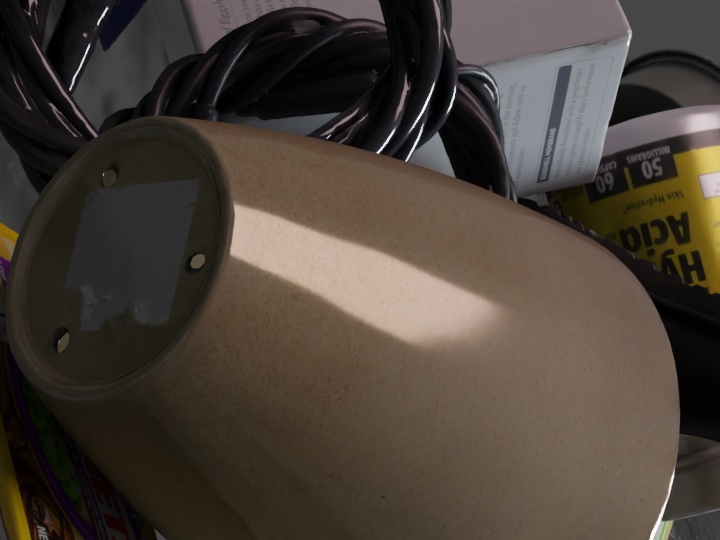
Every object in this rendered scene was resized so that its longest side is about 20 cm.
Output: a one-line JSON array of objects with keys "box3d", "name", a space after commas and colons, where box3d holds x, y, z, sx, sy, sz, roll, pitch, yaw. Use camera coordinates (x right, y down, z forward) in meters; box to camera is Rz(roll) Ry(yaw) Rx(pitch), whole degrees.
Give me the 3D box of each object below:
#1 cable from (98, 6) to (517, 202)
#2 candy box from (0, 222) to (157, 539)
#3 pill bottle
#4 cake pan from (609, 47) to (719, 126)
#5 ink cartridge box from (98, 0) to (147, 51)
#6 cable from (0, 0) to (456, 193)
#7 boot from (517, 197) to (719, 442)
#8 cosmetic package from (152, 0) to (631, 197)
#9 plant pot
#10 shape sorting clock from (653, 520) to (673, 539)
[{"box3d": [-0.021, -0.030, 0.836, 0.164, 0.200, 0.051, 52, -18, -2], "name": "cable"}, {"box3d": [-0.101, 0.075, 0.645, 0.102, 0.026, 0.201, 43, 25, -61], "name": "candy box"}, {"box3d": [0.171, 0.024, 1.019, 0.111, 0.110, 0.202, 8, 66, -72], "name": "pill bottle"}, {"box3d": [0.183, -0.028, 1.140, 0.200, 0.036, 0.202, 35, -47, 49], "name": "cake pan"}, {"box3d": [-0.104, -0.239, 0.885, 0.047, 0.200, 0.199, 5, 55, -46], "name": "ink cartridge box"}, {"box3d": [-0.054, -0.093, 0.786, 0.164, 0.199, 0.051, 57, -16, 11], "name": "cable"}, {"box3d": [0.114, 0.081, 0.908, 0.210, 0.159, 0.080, 28, -16, 10], "name": "boot"}, {"box3d": [0.002, -0.135, 0.964, 0.123, 0.198, 0.201, 96, -20, -57], "name": "cosmetic package"}, {"box3d": [-0.019, 0.030, 0.659, 0.200, 0.186, 0.189, 33, 32, -48], "name": "plant pot"}, {"box3d": [0.129, 0.134, 1.099, 0.199, 0.039, 0.202, -19, 114, -51], "name": "shape sorting clock"}]
